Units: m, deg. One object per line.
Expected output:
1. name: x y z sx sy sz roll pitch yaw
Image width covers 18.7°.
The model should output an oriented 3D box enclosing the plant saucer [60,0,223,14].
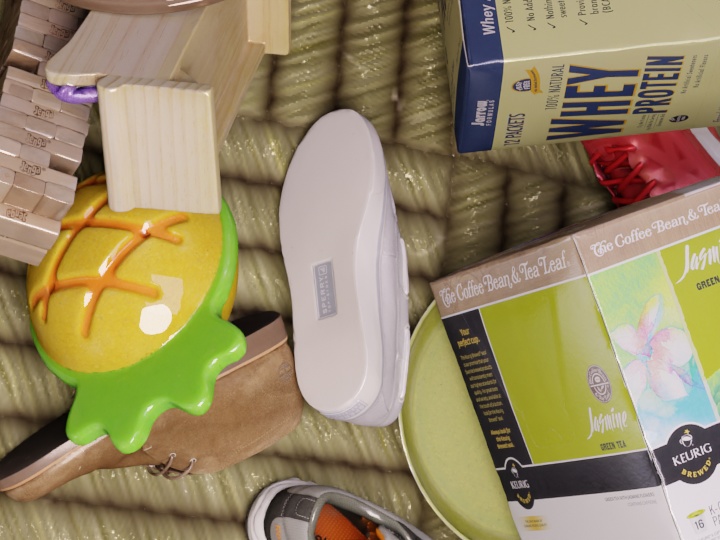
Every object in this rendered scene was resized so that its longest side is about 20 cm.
1. plant saucer: -0.115 -0.224 1.271 0.200 0.029 0.200 -3 49 3

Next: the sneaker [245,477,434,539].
1. sneaker: 0.026 0.191 1.320 0.200 0.079 0.074 30 70 -17

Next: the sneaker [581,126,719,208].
1. sneaker: 0.187 -0.046 1.424 0.200 0.078 0.116 33 70 -14

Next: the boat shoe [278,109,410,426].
1. boat shoe: 0.000 0.000 1.345 0.069 0.072 0.200 31 45 -53

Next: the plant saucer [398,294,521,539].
1. plant saucer: 0.110 0.090 1.396 0.200 0.031 0.200 3 81 -22

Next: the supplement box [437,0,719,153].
1. supplement box: 0.148 -0.196 1.346 0.200 0.134 0.200 -6 70 -2

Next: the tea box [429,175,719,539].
1. tea box: 0.164 0.063 1.296 0.134 0.200 0.197 -21 91 -23

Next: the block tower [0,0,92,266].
1. block tower: -0.184 -0.103 1.250 0.058 0.054 0.200 19 52 -20

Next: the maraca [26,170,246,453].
1. maraca: -0.126 0.018 1.237 0.137 0.200 0.107 -32 134 13

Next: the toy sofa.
1. toy sofa: -0.106 -0.120 1.257 0.098 0.083 0.200 5 36 9

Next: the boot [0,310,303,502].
1. boot: -0.119 0.098 1.282 0.200 0.074 0.076 -26 105 -24
